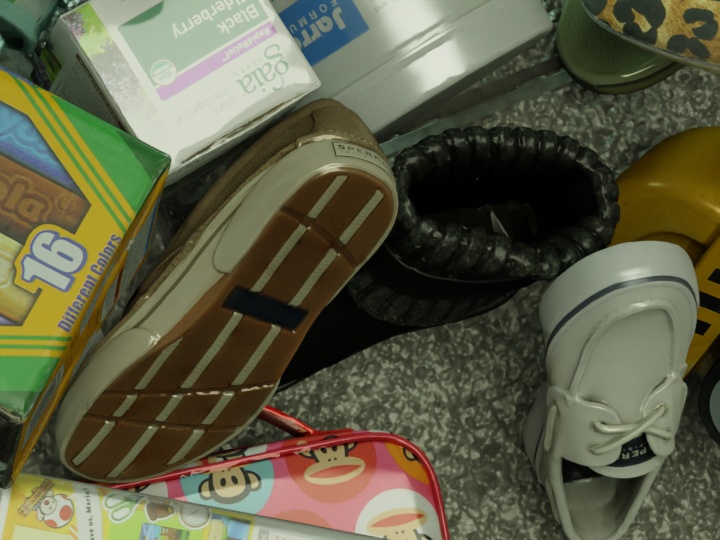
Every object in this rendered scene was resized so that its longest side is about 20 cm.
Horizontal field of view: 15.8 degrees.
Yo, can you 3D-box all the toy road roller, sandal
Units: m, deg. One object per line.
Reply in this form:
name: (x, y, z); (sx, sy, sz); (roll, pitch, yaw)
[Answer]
toy road roller: (0.193, -0.023, 1.189); (0.146, 0.200, 0.123); (39, 35, 8)
sandal: (0.160, -0.173, 1.234); (0.201, 0.057, 0.080); (-51, 51, 6)

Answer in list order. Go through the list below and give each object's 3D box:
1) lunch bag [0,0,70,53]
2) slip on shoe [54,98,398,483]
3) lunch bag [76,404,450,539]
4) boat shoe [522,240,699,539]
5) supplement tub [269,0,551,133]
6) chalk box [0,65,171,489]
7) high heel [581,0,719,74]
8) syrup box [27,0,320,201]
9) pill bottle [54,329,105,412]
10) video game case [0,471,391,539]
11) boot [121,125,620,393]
lunch bag: (-0.181, -0.203, 1.052); (0.200, 0.122, 0.170); (30, 74, -25)
slip on shoe: (-0.061, 0.009, 1.106); (0.076, 0.061, 0.200); (22, 120, -32)
lunch bag: (-0.056, 0.145, 1.169); (0.200, 0.082, 0.176); (-8, 84, -12)
boat shoe: (0.111, 0.060, 1.151); (0.072, 0.200, 0.066); (-7, 59, -14)
supplement tub: (-0.017, -0.162, 1.181); (0.132, 0.132, 0.200); (-31, 89, -13)
chalk box: (-0.194, -0.023, 1.032); (0.200, 0.125, 0.124); (29, 70, -1)
high heel: (0.140, -0.176, 1.148); (0.071, 0.200, 0.143); (-14, 130, -41)
syrup box: (-0.087, -0.079, 1.129); (0.079, 0.200, 0.081); (-32, 91, -13)
pill bottle: (-0.214, 0.064, 1.130); (0.200, 0.114, 0.114); (-37, 91, -14)
video game case: (-0.083, 0.199, 1.108); (0.182, 0.023, 0.200); (11, 82, -5)
boot: (0.000, -0.003, 1.158); (0.211, 0.158, 0.079); (-20, 87, -14)
